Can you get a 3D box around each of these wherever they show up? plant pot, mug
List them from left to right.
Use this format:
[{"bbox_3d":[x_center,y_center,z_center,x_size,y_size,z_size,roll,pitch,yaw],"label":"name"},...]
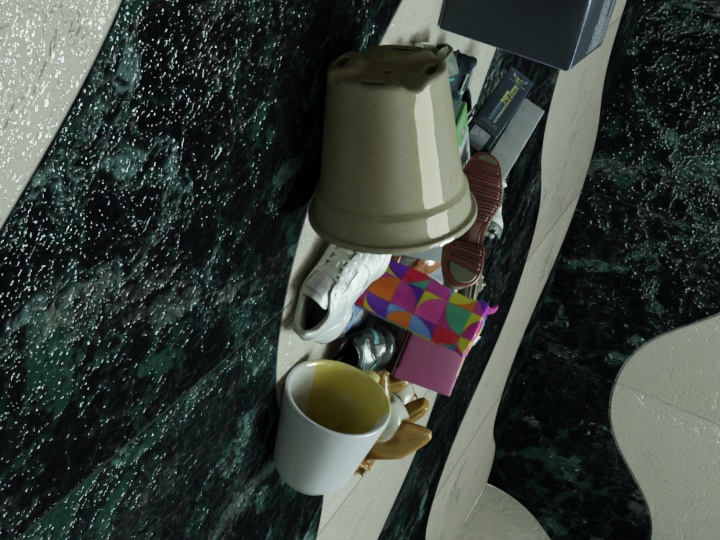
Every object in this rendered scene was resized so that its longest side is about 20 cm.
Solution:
[{"bbox_3d":[-0.037,0.228,1.453,0.186,0.150,0.154,-3,129,-33],"label":"mug"},{"bbox_3d":[0.034,-0.147,1.180,0.200,0.200,0.184,-48,144,-49],"label":"plant pot"}]

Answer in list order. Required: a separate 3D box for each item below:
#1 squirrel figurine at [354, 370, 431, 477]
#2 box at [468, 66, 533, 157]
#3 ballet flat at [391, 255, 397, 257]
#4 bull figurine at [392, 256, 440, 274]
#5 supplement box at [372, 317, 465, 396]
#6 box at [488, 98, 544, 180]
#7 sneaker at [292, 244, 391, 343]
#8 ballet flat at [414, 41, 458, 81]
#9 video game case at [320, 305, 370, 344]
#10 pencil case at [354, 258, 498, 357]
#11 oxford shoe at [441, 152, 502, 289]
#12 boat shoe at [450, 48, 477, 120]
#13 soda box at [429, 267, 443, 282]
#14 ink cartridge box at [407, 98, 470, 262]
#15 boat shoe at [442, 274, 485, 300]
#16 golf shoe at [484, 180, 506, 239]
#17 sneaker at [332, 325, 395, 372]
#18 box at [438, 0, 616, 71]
[{"bbox_3d":[0.017,0.244,1.717,0.200,0.142,0.187,-43,-175,9],"label":"squirrel figurine"},{"bbox_3d":[0.183,-0.208,1.660,0.158,0.051,0.200,-53,180,-38],"label":"box"},{"bbox_3d":[0.045,-0.097,1.389,0.200,0.064,0.076,67,15,-51],"label":"ballet flat"},{"bbox_3d":[0.115,-0.039,1.702,0.200,0.065,0.122,-38,168,-51],"label":"bull figurine"},{"bbox_3d":[0.092,0.102,1.643,0.200,0.103,0.131,-147,-101,-76],"label":"supplement box"},{"bbox_3d":[0.228,-0.191,1.604,0.200,0.041,0.039,-57,-179,-40],"label":"box"},{"bbox_3d":[-0.023,0.007,1.333,0.201,0.075,0.100,-64,162,7],"label":"sneaker"},{"bbox_3d":[0.074,-0.264,1.366,0.200,0.067,0.064,-38,119,-60],"label":"ballet flat"},{"bbox_3d":[0.000,0.000,1.500,0.181,0.025,0.201,-12,122,-71],"label":"video game case"},{"bbox_3d":[0.078,0.043,1.410,0.089,0.199,0.088,-62,171,-17],"label":"pencil case"},{"bbox_3d":[0.147,-0.069,1.469,0.075,0.070,0.201,135,-27,-75],"label":"oxford shoe"},{"bbox_3d":[0.141,-0.252,1.561,0.200,0.062,0.075,92,18,-53],"label":"boat shoe"},{"bbox_3d":[0.158,-0.076,1.835,0.068,0.063,0.200,-51,157,-46],"label":"soda box"},{"bbox_3d":[0.101,-0.129,1.497,0.200,0.084,0.146,76,31,-53],"label":"ink cartridge box"},{"bbox_3d":[0.175,0.031,1.761,0.072,0.059,0.201,-24,-132,67],"label":"boat shoe"},{"bbox_3d":[0.190,-0.111,1.638,0.088,0.077,0.200,-59,-166,14],"label":"golf shoe"},{"bbox_3d":[-0.024,0.164,1.574,0.079,0.075,0.200,2,123,-43],"label":"sneaker"},{"bbox_3d":[0.244,-0.384,1.482,0.198,0.199,0.124,-39,148,-57],"label":"box"}]
